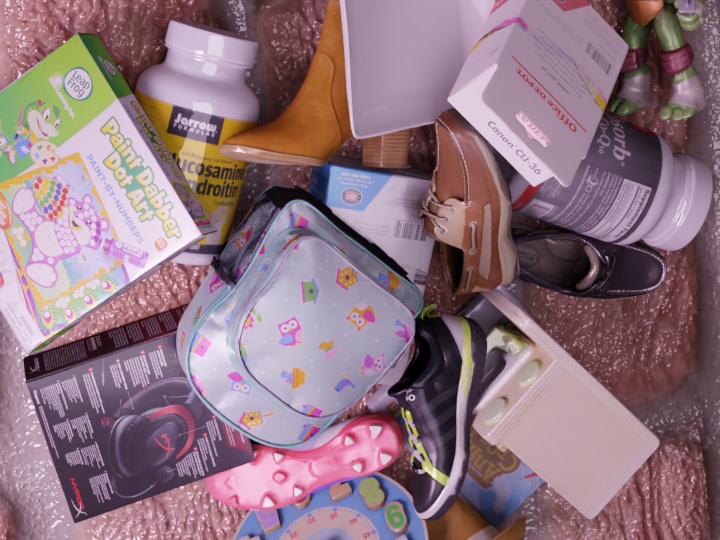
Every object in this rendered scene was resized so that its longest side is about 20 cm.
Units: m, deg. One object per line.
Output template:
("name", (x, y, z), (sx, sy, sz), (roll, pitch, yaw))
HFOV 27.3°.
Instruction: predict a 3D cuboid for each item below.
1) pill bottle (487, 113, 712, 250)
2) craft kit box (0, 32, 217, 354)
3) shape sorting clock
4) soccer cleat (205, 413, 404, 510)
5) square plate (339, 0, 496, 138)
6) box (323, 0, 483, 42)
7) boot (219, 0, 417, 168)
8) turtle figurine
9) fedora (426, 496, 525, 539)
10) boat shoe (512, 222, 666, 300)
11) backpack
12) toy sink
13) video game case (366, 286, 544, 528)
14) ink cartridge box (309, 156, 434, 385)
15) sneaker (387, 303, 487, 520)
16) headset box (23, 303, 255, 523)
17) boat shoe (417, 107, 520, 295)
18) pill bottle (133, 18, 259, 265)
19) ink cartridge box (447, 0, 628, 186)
("pill bottle", (0.227, -0.091, 1.415), (0.199, 0.116, 0.117), (17, 99, -19))
("craft kit box", (-0.254, -0.064, 1.262), (0.197, 0.049, 0.201), (-33, 88, 13))
("shape sorting clock", (-0.033, 0.269, 1.402), (0.199, 0.200, 0.039), (-26, 141, -7))
("soccer cleat", (-0.051, 0.185, 1.440), (0.199, 0.076, 0.067), (-17, 90, 10))
("square plate", (0.047, -0.226, 1.291), (0.199, 0.028, 0.200), (-15, 104, -43))
("box", (0.072, -0.213, 1.379), (0.199, 0.048, 0.118), (-16, 107, -9))
("boot", (-0.034, -0.163, 1.292), (0.200, 0.071, 0.145), (-2, 95, -35))
("turtle figurine", (0.248, -0.230, 1.370), (0.143, 0.200, 0.195), (-7, 115, 16))
("fedora", (0.072, 0.286, 1.468), (0.200, 0.201, 0.082), (-37, 76, -3))
("boat shoe", (0.218, -0.005, 1.462), (0.199, 0.065, 0.072), (11, 100, -18))
("backpack", (-0.060, 0.053, 1.288), (0.176, 0.153, 0.200), (38, 97, -22))
("toy sink", (0.166, 0.125, 1.425), (0.200, 0.130, 0.112), (42, 91, -21))
("video game case", (0.134, 0.140, 1.500), (0.182, 0.022, 0.200), (-43, 111, -1))
("ink cartridge box", (0.000, 0.000, 1.403), (0.115, 0.068, 0.201), (8, 102, -17))
("sneaker", (0.058, 0.132, 1.392), (0.082, 0.072, 0.201), (10, 88, -21))
("headset box", (-0.196, 0.126, 1.379), (0.199, 0.075, 0.149), (-19, 108, -10))
("boat shoe", (0.093, -0.051, 1.337), (0.074, 0.076, 0.201), (-26, 131, -10))
("pill bottle", (-0.152, -0.114, 1.309), (0.111, 0.112, 0.201), (11, 101, -17))
("ink cartridge box", (0.151, -0.160, 1.284), (0.116, 0.067, 0.200), (42, 48, -17))
